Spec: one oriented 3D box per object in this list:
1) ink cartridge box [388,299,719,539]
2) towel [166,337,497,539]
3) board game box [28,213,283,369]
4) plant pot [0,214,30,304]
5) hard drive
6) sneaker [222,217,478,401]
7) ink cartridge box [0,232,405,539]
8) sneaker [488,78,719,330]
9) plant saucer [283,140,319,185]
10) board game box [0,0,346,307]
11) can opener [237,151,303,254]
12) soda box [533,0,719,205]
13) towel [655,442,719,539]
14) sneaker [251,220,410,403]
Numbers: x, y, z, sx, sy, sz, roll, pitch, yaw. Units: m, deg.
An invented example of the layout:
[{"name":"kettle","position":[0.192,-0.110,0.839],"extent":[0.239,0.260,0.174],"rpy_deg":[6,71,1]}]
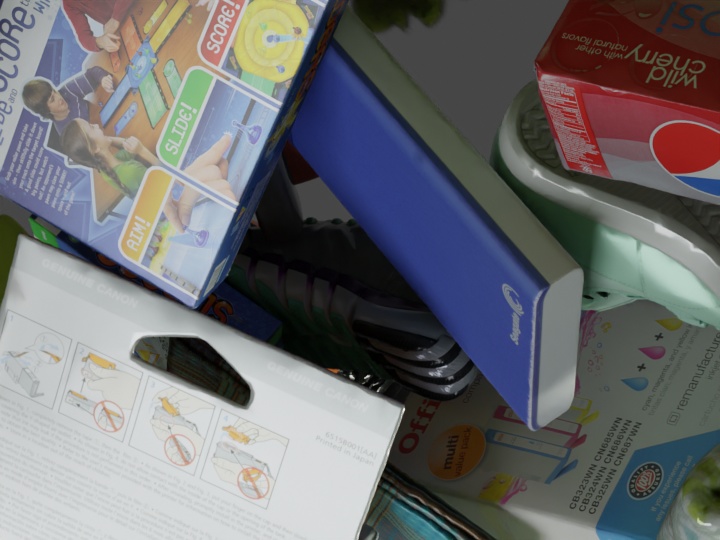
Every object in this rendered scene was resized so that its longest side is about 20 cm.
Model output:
[{"name":"ink cartridge box","position":[0.112,0.095,1.193],"extent":[0.200,0.129,0.125],"rpy_deg":[11,149,38]},{"name":"towel","position":[-0.014,0.105,1.189],"extent":[0.200,0.022,0.147],"rpy_deg":[36,161,7]},{"name":"board game box","position":[-0.099,0.038,1.282],"extent":[0.135,0.034,0.200],"rpy_deg":[35,161,14]},{"name":"plant pot","position":[-0.266,0.075,1.519],"extent":[0.181,0.199,0.200],"rpy_deg":[8,147,30]},{"name":"hard drive","position":[0.023,-0.035,1.065],"extent":[0.200,0.025,0.132],"rpy_deg":[50,164,24]},{"name":"sneaker","position":[0.000,0.000,1.199],"extent":[0.200,0.088,0.074],"rpy_deg":[19,155,43]},{"name":"ink cartridge box","position":[-0.086,0.090,1.137],"extent":[0.200,0.044,0.174],"rpy_deg":[24,113,11]},{"name":"sneaker","position":[0.143,-0.005,1.038],"extent":[0.200,0.074,0.118],"rpy_deg":[30,159,3]},{"name":"plant saucer","position":[-0.141,-0.103,1.215],"extent":[0.200,0.037,0.200],"rpy_deg":[7,146,44]},{"name":"board game box","position":[-0.086,-0.099,1.022],"extent":[0.135,0.034,0.200],"rpy_deg":[31,123,7]},{"name":"can opener","position":[-0.072,-0.093,1.125],"extent":[0.053,0.067,0.200],"rpy_deg":[-15,139,3]},{"name":"soda box","position":[0.167,-0.060,0.900],"extent":[0.200,0.070,0.063],"rpy_deg":[16,153,29]},{"name":"towel","position":[0.209,0.081,0.998],"extent":[0.171,0.200,0.048],"rpy_deg":[88,158,-65]},{"name":"sneaker","position":[-0.023,0.040,1.313],"extent":[0.200,0.070,0.090],"rpy_deg":[38,158,-11]}]
